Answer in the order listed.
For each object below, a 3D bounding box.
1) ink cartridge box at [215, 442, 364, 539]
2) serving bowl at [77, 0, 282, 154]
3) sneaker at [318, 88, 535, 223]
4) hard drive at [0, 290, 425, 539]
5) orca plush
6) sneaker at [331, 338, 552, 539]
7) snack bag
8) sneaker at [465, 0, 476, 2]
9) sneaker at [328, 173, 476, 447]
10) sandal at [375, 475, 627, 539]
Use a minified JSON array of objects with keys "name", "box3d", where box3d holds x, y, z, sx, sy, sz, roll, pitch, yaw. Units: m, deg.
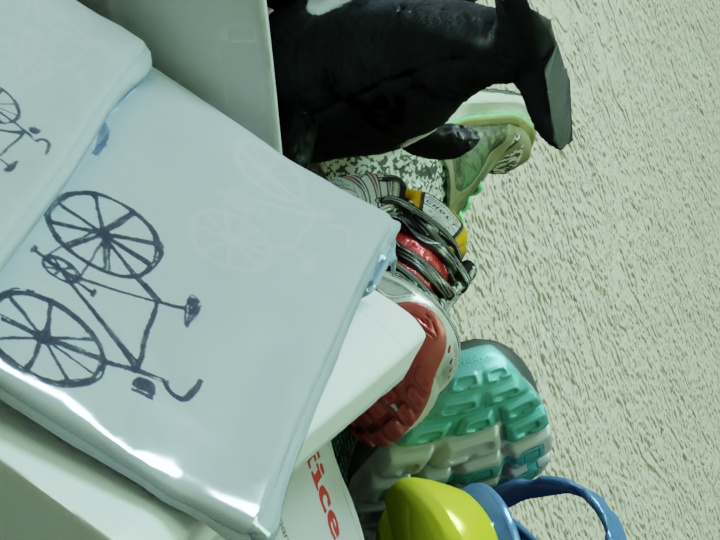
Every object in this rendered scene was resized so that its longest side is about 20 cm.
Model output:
[{"name":"ink cartridge box","box3d":[-0.063,0.119,0.738,0.200,0.083,0.146,-54,128,-65]},{"name":"serving bowl","box3d":[-0.067,-0.112,0.849,0.200,0.065,0.202,173,-90,-87]},{"name":"sneaker","box3d":[0.023,-0.039,1.128,0.200,0.076,0.089,0,92,-66]},{"name":"hard drive","box3d":[-0.073,0.018,0.704,0.027,0.131,0.200,-61,169,24]},{"name":"orca plush","box3d":[0.002,-0.054,0.941,0.071,0.199,0.105,-55,127,-19]},{"name":"sneaker","box3d":[0.017,0.059,0.965,0.200,0.077,0.092,115,-39,-64]},{"name":"snack bag","box3d":[-0.083,-0.023,0.684,0.199,0.021,0.189,34,28,-6]},{"name":"sneaker","box3d":[0.014,-0.125,0.991,0.087,0.074,0.200,40,-4,13]},{"name":"sneaker","box3d":[0.000,0.000,0.881,0.078,0.082,0.200,52,-3,-15]},{"name":"sandal","box3d":[0.041,0.130,0.931,0.200,0.086,0.080,121,-45,-63]}]
